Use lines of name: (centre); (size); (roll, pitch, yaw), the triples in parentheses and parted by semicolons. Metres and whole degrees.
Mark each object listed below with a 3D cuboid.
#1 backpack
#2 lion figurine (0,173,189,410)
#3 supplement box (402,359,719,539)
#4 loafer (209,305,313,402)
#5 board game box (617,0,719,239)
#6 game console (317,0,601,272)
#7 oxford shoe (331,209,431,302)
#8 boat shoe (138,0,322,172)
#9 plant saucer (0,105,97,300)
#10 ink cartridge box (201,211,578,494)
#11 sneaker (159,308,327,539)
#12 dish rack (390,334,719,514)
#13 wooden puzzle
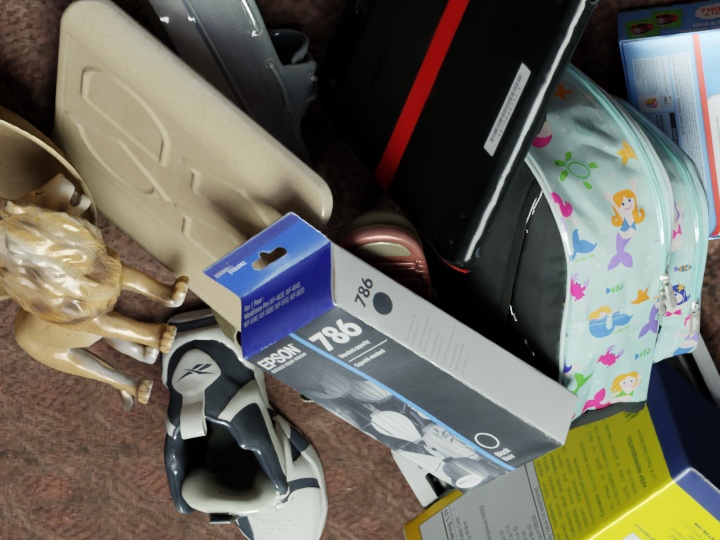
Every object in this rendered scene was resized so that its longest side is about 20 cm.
backpack: (0.107, -0.024, 1.646); (0.150, 0.178, 0.200); (-25, 134, -20)
lion figurine: (-0.172, 0.024, 1.720); (0.122, 0.073, 0.200); (17, 148, -5)
supplement box: (0.140, 0.163, 1.751); (0.200, 0.109, 0.109); (-36, 125, 19)
loafer: (-0.009, 0.054, 1.785); (0.199, 0.068, 0.076); (22, 126, -17)
board game box: (0.257, -0.093, 1.679); (0.199, 0.037, 0.152); (-6, 128, 9)
game console: (0.052, -0.126, 1.570); (0.031, 0.177, 0.200); (-1, 126, -37)
oxford shoe: (0.000, 0.000, 1.641); (0.070, 0.075, 0.200); (4, 158, -6)
boat shoe: (-0.057, -0.111, 1.658); (0.071, 0.070, 0.201); (-34, 130, -3)
plant saucer: (-0.253, -0.051, 1.711); (0.199, 0.036, 0.200); (3, 145, 2)
ink cartridge box: (0.011, 0.048, 1.581); (0.200, 0.039, 0.099); (33, 146, -18)
sneaker: (-0.075, 0.135, 1.813); (0.079, 0.130, 0.200); (-7, 128, 9)
dish rack: (0.125, 0.093, 1.795); (0.199, 0.044, 0.172); (-24, 137, 6)
wooden puzzle: (-0.093, -0.061, 1.641); (0.185, 0.046, 0.200); (40, 156, 7)
